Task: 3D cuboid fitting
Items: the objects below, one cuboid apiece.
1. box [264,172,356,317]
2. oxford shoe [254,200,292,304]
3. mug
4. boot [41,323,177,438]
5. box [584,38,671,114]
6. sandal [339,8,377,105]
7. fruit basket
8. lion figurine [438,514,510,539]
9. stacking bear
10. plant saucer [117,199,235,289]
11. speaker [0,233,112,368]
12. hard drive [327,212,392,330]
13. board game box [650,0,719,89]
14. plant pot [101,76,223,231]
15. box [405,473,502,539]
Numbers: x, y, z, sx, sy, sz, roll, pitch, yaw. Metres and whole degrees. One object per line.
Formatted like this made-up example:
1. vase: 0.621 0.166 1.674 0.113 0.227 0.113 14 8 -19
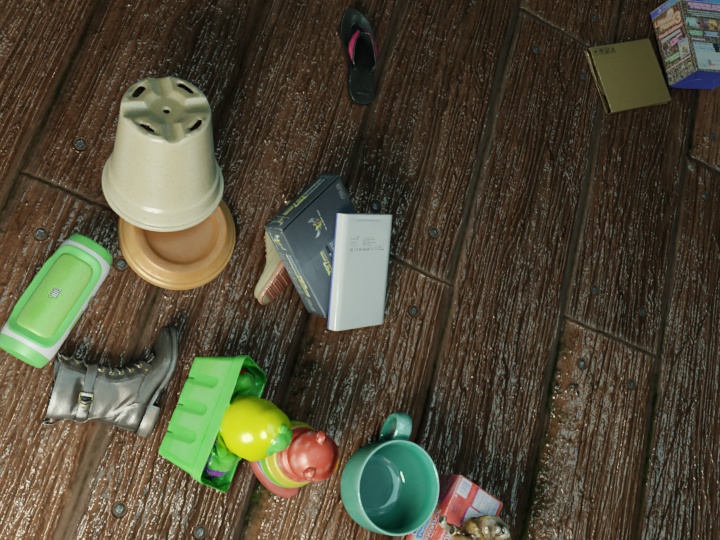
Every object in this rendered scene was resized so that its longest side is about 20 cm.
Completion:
1. box: -0.064 -0.044 1.340 0.158 0.051 0.201 -46 129 -29
2. oxford shoe: -0.142 -0.034 1.363 0.073 0.071 0.201 24 70 14
3. mug: 0.052 0.356 1.317 0.152 0.114 0.185 47 64 -7
4. boot: -0.387 0.158 1.197 0.173 0.069 0.201 20 73 -19
5. box: 0.632 -0.459 1.816 0.199 0.021 0.164 -15 84 -26
6. sandal: 0.004 -0.427 1.520 0.075 0.045 0.201 0 78 -24
7. fruit basket: -0.186 0.240 1.193 0.214 0.156 0.217 -3 66 8
8. lion figurine: 0.162 0.483 1.263 0.122 0.072 0.201 38 80 -26
9. stacking bear: -0.097 0.292 1.217 0.113 0.200 0.122 30 68 -16
10. plant saucer: -0.307 -0.068 1.304 0.199 0.037 0.202 6 75 -23
11. speaker: -0.465 0.045 1.181 0.088 0.088 0.201 33 67 -13
12. hard drive: 0.000 0.000 1.364 0.132 0.025 0.201 -4 102 -49
13. board game box: 0.820 -0.556 1.880 0.158 0.097 0.201 -3 79 -24
14. plant pot: -0.310 -0.196 1.219 0.199 0.184 0.202 7 57 -11
15. box: 0.151 0.469 1.344 0.102 0.095 0.201 35 67 -12
